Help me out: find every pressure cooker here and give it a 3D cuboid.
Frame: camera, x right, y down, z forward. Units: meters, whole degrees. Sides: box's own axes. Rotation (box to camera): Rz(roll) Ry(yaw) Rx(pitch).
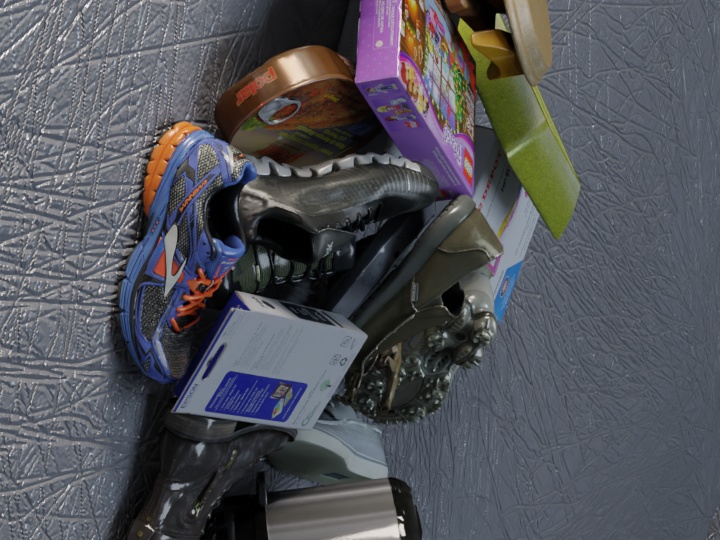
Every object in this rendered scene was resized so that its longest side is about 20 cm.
[{"bbox_3d":[-0.043,0.278,1.738,0.179,0.200,0.176,88,-5,-55],"label":"pressure cooker"}]

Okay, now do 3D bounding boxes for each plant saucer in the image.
[{"bbox_3d":[0.154,-0.156,1.933,0.200,0.048,0.200,49,18,-59],"label":"plant saucer"}]

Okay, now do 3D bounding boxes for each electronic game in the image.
[{"bbox_3d":[0.000,0.000,1.754,0.200,0.042,0.200,-50,179,-2],"label":"electronic game"}]

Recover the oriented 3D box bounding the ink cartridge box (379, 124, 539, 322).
[{"bbox_3d":[0.104,-0.050,2.002,0.145,0.085,0.200,-70,155,-12],"label":"ink cartridge box"}]

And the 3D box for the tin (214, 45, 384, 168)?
[{"bbox_3d":[-0.045,-0.127,1.597,0.112,0.042,0.200,-38,162,14],"label":"tin"}]

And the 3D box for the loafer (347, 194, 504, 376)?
[{"bbox_3d":[0.050,0.026,1.697,0.200,0.070,0.075,-51,179,30],"label":"loafer"}]

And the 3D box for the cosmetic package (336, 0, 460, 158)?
[{"bbox_3d":[0.033,-0.198,1.759,0.102,0.074,0.200,2,103,-66],"label":"cosmetic package"}]

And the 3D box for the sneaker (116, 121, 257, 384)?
[{"bbox_3d":[-0.129,-0.008,1.500,0.075,0.078,0.200,-16,118,-63],"label":"sneaker"}]

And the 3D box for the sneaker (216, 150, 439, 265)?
[{"bbox_3d":[-0.027,-0.043,1.572,0.066,0.200,0.091,122,-39,-52],"label":"sneaker"}]

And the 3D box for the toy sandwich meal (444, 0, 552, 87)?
[{"bbox_3d":[0.115,-0.249,1.727,0.205,0.070,0.206,-10,90,-78],"label":"toy sandwich meal"}]

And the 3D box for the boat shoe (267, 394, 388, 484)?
[{"bbox_3d":[-0.032,0.155,1.859,0.201,0.070,0.072,34,49,-61],"label":"boat shoe"}]

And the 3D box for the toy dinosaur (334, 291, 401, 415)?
[{"bbox_3d":[0.021,0.080,1.840,0.200,0.058,0.101,105,7,-71],"label":"toy dinosaur"}]

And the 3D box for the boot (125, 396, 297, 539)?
[{"bbox_3d":[-0.138,0.193,1.644,0.200,0.069,0.174,11,100,-63],"label":"boot"}]

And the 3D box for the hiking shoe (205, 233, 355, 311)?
[{"bbox_3d":[-0.057,-0.026,1.623,0.200,0.101,0.076,-47,142,-50],"label":"hiking shoe"}]

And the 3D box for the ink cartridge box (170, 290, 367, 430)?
[{"bbox_3d":[-0.080,0.072,1.590,0.100,0.039,0.200,-58,150,10],"label":"ink cartridge box"}]

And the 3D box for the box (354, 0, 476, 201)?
[{"bbox_3d":[0.049,-0.163,1.636,0.200,0.039,0.137,52,37,-57],"label":"box"}]

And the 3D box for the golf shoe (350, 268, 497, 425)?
[{"bbox_3d":[0.067,0.074,1.932,0.200,0.078,0.097,-42,-158,36],"label":"golf shoe"}]
